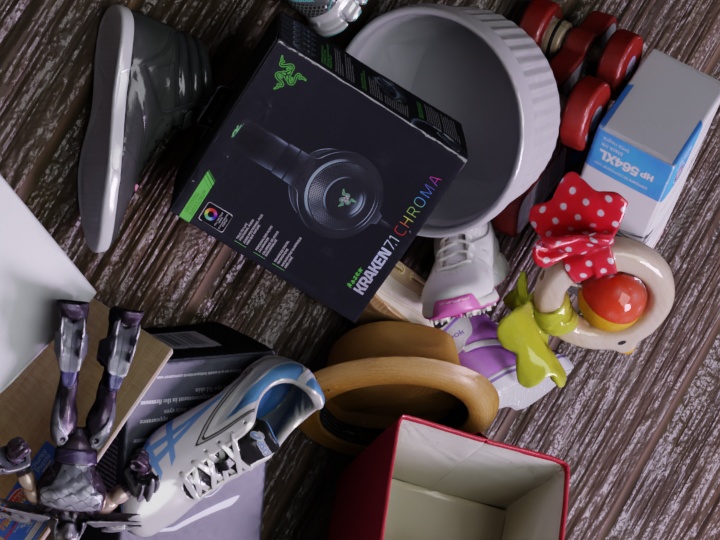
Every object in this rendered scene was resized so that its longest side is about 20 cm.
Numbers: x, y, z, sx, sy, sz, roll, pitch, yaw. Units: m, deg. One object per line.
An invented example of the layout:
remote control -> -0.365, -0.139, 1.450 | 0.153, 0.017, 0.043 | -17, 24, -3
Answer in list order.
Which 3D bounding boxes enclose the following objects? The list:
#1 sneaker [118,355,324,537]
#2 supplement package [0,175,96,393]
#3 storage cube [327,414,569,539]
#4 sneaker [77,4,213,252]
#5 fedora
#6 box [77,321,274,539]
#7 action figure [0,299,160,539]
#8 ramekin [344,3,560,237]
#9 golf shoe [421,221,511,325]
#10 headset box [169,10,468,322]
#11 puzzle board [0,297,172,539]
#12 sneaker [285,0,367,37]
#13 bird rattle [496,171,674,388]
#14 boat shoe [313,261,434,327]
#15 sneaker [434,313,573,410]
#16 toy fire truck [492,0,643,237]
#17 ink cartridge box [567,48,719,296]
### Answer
sneaker -> -0.114, 0.144, 1.555 | 0.200, 0.072, 0.072 | -41, 124, -18
supplement package -> -0.320, -0.022, 1.463 | 0.117, 0.117, 0.201 | -47, 123, -17
storage cube -> 0.071, 0.257, 1.719 | 0.169, 0.180, 0.202 | 16, 62, -13
sneaker -> -0.173, -0.111, 1.572 | 0.098, 0.070, 0.202 | 6, 95, -32
fedora -> 0.029, 0.101, 1.738 | 0.200, 0.200, 0.083 | 30, 48, -37
box -> -0.165, 0.156, 1.631 | 0.147, 0.104, 0.202 | -2, 104, -35
action figure -> -0.216, 0.125, 1.457 | 0.129, 0.069, 0.203 | 8, 90, -21
ramekin -> 0.081, -0.137, 1.674 | 0.105, 0.198, 0.203 | -21, 116, -54
golf shoe -> 0.088, -0.009, 1.745 | 0.074, 0.200, 0.093 | -13, 100, 12
headset box -> -0.041, -0.090, 1.574 | 0.199, 0.093, 0.175 | 32, 108, -13
puzzle board -> -0.260, 0.112, 1.531 | 0.201, 0.150, 0.017 | -56, 154, -9
sneaker -> -0.012, -0.306, 1.638 | 0.091, 0.077, 0.202 | 30, 83, -33
bird rattle -> 0.210, 0.009, 1.747 | 0.161, 0.113, 0.201 | 13, 124, -17
boat shoe -> 0.000, 0.000, 1.735 | 0.200, 0.073, 0.070 | 41, 51, -42
sneaker -> 0.136, 0.073, 1.846 | 0.073, 0.115, 0.200 | -40, 162, 17
toy fire truck -> 0.183, -0.147, 1.796 | 0.200, 0.111, 0.169 | -51, 156, -41
ink cartridge box -> 0.257, -0.082, 1.800 | 0.146, 0.084, 0.201 | -52, 165, -44
